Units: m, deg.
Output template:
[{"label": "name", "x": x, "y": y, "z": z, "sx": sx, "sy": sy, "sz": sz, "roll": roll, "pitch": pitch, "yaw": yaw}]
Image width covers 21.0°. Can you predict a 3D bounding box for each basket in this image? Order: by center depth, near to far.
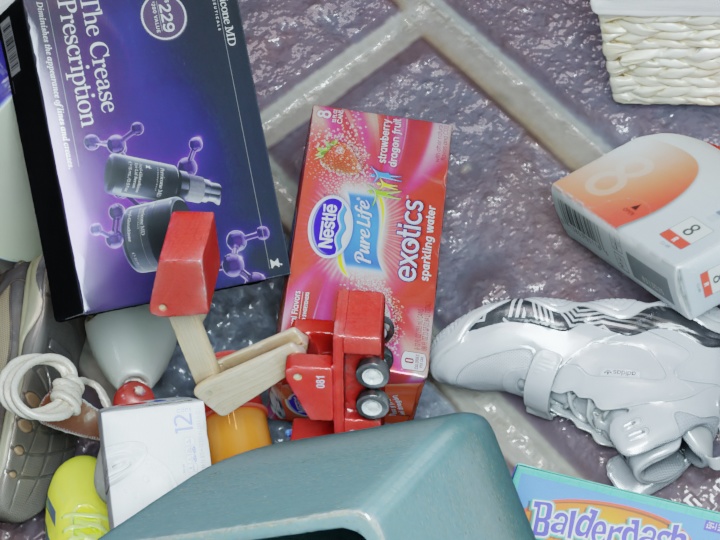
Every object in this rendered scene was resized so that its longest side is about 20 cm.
[{"label": "basket", "x": 0.265, "y": -0.199, "z": 1.358, "sx": 0.199, "sy": 0.124, "sz": 0.136, "roll": 2, "pitch": 53, "yaw": 13}]

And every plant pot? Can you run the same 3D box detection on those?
[{"label": "plant pot", "x": 0.005, "y": 0.179, "z": 1.086, "sx": 0.195, "sy": 0.197, "sz": 0.200, "roll": -12, "pitch": 17, "yaw": 34}]

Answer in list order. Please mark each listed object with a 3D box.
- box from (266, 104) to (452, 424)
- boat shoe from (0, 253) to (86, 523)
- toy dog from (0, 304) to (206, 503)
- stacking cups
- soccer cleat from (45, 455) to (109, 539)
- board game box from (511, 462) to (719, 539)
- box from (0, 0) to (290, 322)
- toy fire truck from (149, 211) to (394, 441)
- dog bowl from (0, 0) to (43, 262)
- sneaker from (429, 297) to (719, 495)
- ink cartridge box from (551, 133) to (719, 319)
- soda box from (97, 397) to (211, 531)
[{"label": "box", "x": 0.000, "y": 0.000, "z": 1.295, "sx": 0.099, "sy": 0.096, "sz": 0.200, "roll": 9, "pitch": 59, "yaw": -2}, {"label": "boat shoe", "x": -0.236, "y": 0.083, "z": 1.324, "sx": 0.073, "sy": 0.075, "sz": 0.200, "roll": -10, "pitch": 52, "yaw": 23}, {"label": "toy dog", "x": -0.163, "y": 0.074, "z": 1.291, "sx": 0.132, "sy": 0.096, "sz": 0.200, "roll": 32, "pitch": 46, "yaw": -6}, {"label": "stacking cups", "x": -0.066, "y": 0.147, "z": 1.230, "sx": 0.060, "sy": 0.061, "sz": 0.200, "roll": -12, "pitch": 66, "yaw": 4}, {"label": "soccer cleat", "x": -0.175, "y": 0.199, "z": 1.221, "sx": 0.065, "sy": 0.084, "sz": 0.201, "roll": -8, "pitch": 57, "yaw": 7}, {"label": "board game box", "x": 0.137, "y": 0.227, "z": 1.166, "sx": 0.152, "sy": 0.045, "sz": 0.200, "roll": 13, "pitch": 62, "yaw": 19}, {"label": "box", "x": -0.137, "y": -0.080, "z": 1.230, "sx": 0.141, "sy": 0.079, "sz": 0.201, "roll": -12, "pitch": 90, "yaw": -24}, {"label": "toy fire truck", "x": -0.051, "y": 0.059, "z": 1.180, "sx": 0.141, "sy": 0.200, "sz": 0.049, "roll": 3, "pitch": 39, "yaw": 4}, {"label": "dog bowl", "x": -0.210, "y": -0.104, "z": 1.351, "sx": 0.200, "sy": 0.200, "sz": 0.079, "roll": -36, "pitch": 60, "yaw": -12}, {"label": "sneaker", "x": 0.142, "y": 0.081, "z": 1.238, "sx": 0.199, "sy": 0.075, "sz": 0.115, "roll": -3, "pitch": 55, "yaw": 6}, {"label": "ink cartridge box", "x": 0.249, "y": -0.059, "z": 1.280, "sx": 0.200, "sy": 0.050, "sz": 0.162, "roll": -32, "pitch": 31, "yaw": -11}, {"label": "soda box", "x": -0.116, "y": 0.178, "z": 1.168, "sx": 0.063, "sy": 0.068, "sz": 0.201, "roll": -6, "pitch": 89, "yaw": -11}]
